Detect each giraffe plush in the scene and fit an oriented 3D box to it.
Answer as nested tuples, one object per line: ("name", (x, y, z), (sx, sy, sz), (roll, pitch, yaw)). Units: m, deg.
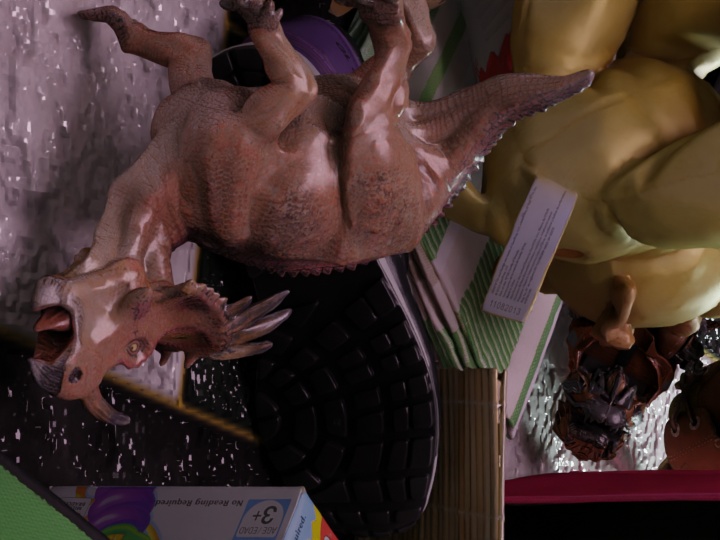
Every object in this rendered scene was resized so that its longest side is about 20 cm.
("giraffe plush", (0.120, -0.037, 0.928), (0.200, 0.172, 0.162), (-51, 156, -9))

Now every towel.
("towel", (0.045, -0.045, 1.004), (0.201, 0.023, 0.153), (62, 37, -33))

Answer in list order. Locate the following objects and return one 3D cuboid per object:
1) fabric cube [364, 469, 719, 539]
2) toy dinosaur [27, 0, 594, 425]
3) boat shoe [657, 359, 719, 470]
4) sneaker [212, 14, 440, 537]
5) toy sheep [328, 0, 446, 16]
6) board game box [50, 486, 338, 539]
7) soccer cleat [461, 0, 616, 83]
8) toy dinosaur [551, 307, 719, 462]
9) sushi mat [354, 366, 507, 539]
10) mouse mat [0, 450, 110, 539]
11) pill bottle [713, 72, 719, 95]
("fabric cube", (0.135, 0.187, 0.965), (0.199, 0.195, 0.201), (3, 83, -61))
("toy dinosaur", (-0.023, -0.026, 0.770), (0.199, 0.086, 0.136), (-7, 98, -15))
("boat shoe", (0.179, 0.080, 1.105), (0.201, 0.068, 0.072), (96, 19, -51))
("sneaker", (0.000, 0.000, 0.874), (0.088, 0.075, 0.201), (-41, 122, -61))
("toy sheep", (-0.002, -0.179, 0.833), (0.138, 0.137, 0.201), (-63, 142, -41))
("board game box", (-0.035, 0.172, 0.760), (0.200, 0.104, 0.103), (59, 40, -39))
("soccer cleat", (0.069, -0.139, 0.975), (0.068, 0.085, 0.201), (-20, 127, -17))
("toy dinosaur", (0.138, -0.004, 1.096), (0.136, 0.102, 0.201), (116, -21, -51))
("sushi mat", (0.026, 0.139, 0.884), (0.012, 0.095, 0.201), (5, 82, -32))
("mouse mat", (-0.096, 0.144, 0.615), (0.200, 0.008, 0.161), (40, 56, -3))
("pill bottle", (0.257, -0.095, 1.280), (0.200, 0.113, 0.114), (-60, 136, -43))
